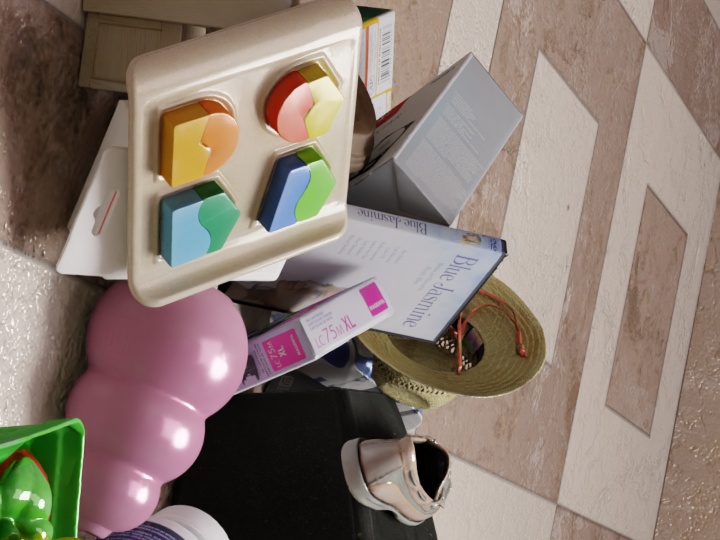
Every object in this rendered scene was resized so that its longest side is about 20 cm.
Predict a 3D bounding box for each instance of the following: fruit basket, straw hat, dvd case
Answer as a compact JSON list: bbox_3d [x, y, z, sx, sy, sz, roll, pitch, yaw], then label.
[{"bbox_3d":[-0.213,0.206,1.394,0.155,0.214,0.218,-15,113,-67],"label":"fruit basket"},{"bbox_3d":[0.058,0.074,1.872,0.201,0.200,0.085,-49,168,-54],"label":"straw hat"},{"bbox_3d":[0.000,0.000,1.730,0.143,0.198,0.018,125,-30,-48],"label":"dvd case"}]

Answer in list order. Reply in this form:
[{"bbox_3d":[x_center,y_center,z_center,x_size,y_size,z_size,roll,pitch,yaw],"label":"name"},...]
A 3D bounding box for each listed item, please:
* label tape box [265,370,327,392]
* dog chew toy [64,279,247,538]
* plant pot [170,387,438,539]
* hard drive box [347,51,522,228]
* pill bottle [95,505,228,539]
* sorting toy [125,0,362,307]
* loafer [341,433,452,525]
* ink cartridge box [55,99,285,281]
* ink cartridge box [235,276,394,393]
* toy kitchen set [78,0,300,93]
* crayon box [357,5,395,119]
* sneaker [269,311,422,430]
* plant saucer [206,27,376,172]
[{"bbox_3d":[-0.016,0.099,2.056,0.144,0.066,0.201,77,28,-42],"label":"label tape box"},{"bbox_3d":[-0.164,0.102,1.604,0.201,0.124,0.125,-67,156,-13],"label":"dog chew toy"},{"bbox_3d":[-0.051,0.194,1.848,0.200,0.198,0.179,13,73,-69],"label":"plant pot"},{"bbox_3d":[0.033,-0.077,1.823,0.077,0.155,0.200,49,36,-10],"label":"hard drive box"},{"bbox_3d":[-0.175,0.254,1.636,0.200,0.110,0.112,-37,132,-61],"label":"pill bottle"},{"bbox_3d":[-0.078,-0.079,1.507,0.184,0.036,0.201,-21,133,-27],"label":"sorting toy"},{"bbox_3d":[0.047,0.168,1.777,0.200,0.062,0.073,22,52,-67],"label":"loafer"},{"bbox_3d":[-0.133,-0.057,1.565,0.199,0.068,0.117,1,126,-41],"label":"ink cartridge box"},{"bbox_3d":[-0.082,0.068,1.720,0.119,0.199,0.042,-28,90,-54],"label":"ink cartridge box"},{"bbox_3d":[-0.088,-0.221,1.598,0.180,0.162,0.202,-1,99,-69],"label":"toy kitchen set"},{"bbox_3d":[-0.029,-0.159,1.933,0.200,0.051,0.127,-35,131,-63],"label":"crayon box"},{"bbox_3d":[-0.004,0.049,1.941,0.199,0.080,0.116,47,43,-41],"label":"sneaker"},{"bbox_3d":[-0.055,-0.164,1.713,0.029,0.201,0.200,-40,172,22],"label":"plant saucer"}]
